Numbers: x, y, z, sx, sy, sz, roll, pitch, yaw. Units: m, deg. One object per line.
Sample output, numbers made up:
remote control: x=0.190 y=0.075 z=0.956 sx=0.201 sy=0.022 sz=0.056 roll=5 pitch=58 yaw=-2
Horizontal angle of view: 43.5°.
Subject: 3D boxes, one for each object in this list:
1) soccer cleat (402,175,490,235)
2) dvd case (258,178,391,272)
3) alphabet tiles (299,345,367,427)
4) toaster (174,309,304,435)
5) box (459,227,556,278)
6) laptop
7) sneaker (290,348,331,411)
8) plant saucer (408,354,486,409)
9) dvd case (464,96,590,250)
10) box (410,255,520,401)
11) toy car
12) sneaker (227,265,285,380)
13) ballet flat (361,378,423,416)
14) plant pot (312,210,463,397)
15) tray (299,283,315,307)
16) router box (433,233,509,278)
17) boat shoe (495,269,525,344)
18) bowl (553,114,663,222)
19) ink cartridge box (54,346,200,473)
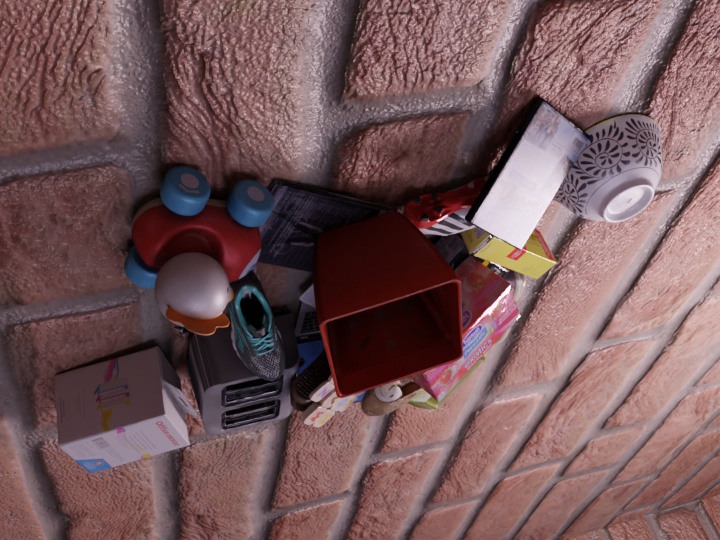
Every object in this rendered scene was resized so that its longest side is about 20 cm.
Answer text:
soccer cleat: x=0.153 y=-0.092 z=1.371 sx=0.197 sy=0.069 sz=0.085 roll=-12 pitch=161 yaw=-16
dvd case: x=-0.072 y=-0.057 z=1.312 sx=0.198 sy=0.016 sz=0.149 roll=11 pitch=132 yaw=-34
alphabet tiles: x=-0.011 y=0.180 z=1.459 sx=0.200 sy=0.015 sz=0.196 roll=-43 pitch=160 yaw=0
toaster: x=-0.196 y=0.167 z=1.488 sx=0.197 sy=0.120 sz=0.182 roll=-10 pitch=145 yaw=-17
box: x=0.239 y=-0.047 z=1.473 sx=0.050 sy=0.076 sz=0.199 roll=-40 pitch=142 yaw=27
laptop: x=-0.012 y=0.128 z=1.541 sx=0.185 sy=0.117 sz=0.201 roll=-8 pitch=146 yaw=-21
sneaker: x=-0.043 y=0.158 z=1.496 sx=0.199 sy=0.071 sz=0.076 roll=-35 pitch=166 yaw=-29
plant saucer: x=0.162 y=0.186 z=1.668 sx=0.200 sy=0.048 sz=0.200 roll=-45 pitch=161 yaw=1
dvd case: x=0.246 y=-0.137 z=1.318 sx=0.142 sy=0.018 sz=0.201 roll=22 pitch=103 yaw=-45
box: x=0.148 y=0.091 z=1.429 sx=0.200 sy=0.094 sz=0.103 roll=-44 pitch=143 yaw=-12
toy car: x=-0.202 y=0.007 z=1.166 sx=0.175 sy=0.202 sz=0.185 roll=9 pitch=138 yaw=-31
sneaker: x=-0.158 y=0.085 z=1.337 sx=0.077 sy=0.091 sz=0.202 roll=-23 pitch=115 yaw=-10
ballet flat: x=0.081 y=0.183 z=1.546 sx=0.199 sy=0.071 sz=0.065 roll=-31 pitch=149 yaw=4
plant pot: x=0.026 y=0.035 z=1.310 sx=0.197 sy=0.178 sz=0.201 roll=-17 pitch=142 yaw=-5
tray: x=0.000 y=0.000 z=1.430 sx=0.107 sy=0.022 sz=0.200 roll=27 pitch=124 yaw=-32
router box: x=0.136 y=0.037 z=1.511 sx=0.200 sy=0.052 sz=0.157 roll=-49 pitch=141 yaw=12
boat shoe: x=0.245 y=0.062 z=1.644 sx=0.064 sy=0.073 sz=0.201 roll=-5 pitch=141 yaw=-14
bowl: x=0.400 y=-0.139 z=1.414 sx=0.198 sy=0.095 sz=0.202 roll=-16 pitch=147 yaw=-11
ink cartridge box: x=-0.368 y=0.221 z=1.445 sx=0.197 sy=0.126 sz=0.129 roll=-16 pitch=148 yaw=-1
